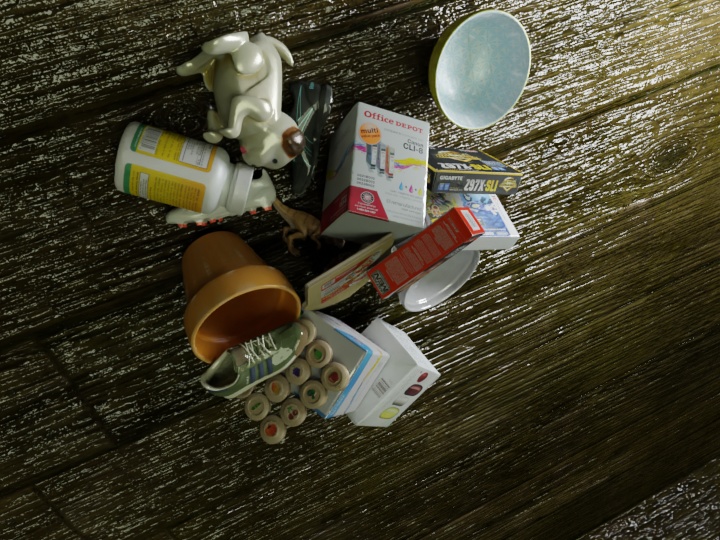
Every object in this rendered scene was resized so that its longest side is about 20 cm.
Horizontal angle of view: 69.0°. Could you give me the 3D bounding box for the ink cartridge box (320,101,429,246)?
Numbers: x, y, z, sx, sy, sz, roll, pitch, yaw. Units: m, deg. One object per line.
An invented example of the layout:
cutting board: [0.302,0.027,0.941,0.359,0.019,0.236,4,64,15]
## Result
ink cartridge box: [0.025,-0.162,0.928,0.144,0.144,0.202,10,73,-20]

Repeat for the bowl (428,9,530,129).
bowl: [0.199,-0.374,0.967,0.198,0.108,0.202,-12,123,-19]

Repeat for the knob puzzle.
knob puzzle: [-0.027,0.009,0.960,0.219,0.031,0.220,-33,165,-10]

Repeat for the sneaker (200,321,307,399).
sneaker: [-0.188,0.154,0.907,0.199,0.067,0.090,-36,153,7]

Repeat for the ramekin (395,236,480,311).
ramekin: [0.147,-0.015,1.134,0.199,0.105,0.201,-26,149,-17]

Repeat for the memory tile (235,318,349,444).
memory tile: [-0.131,0.197,0.941,0.200,0.154,0.017,-41,162,6]

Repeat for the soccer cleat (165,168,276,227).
soccer cleat: [-0.252,-0.128,0.942,0.198,0.069,0.078,-14,96,-9]

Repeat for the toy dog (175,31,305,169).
toy dog: [-0.171,-0.259,0.841,0.194,0.139,0.202,-40,115,-45]

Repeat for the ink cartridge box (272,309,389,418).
ink cartridge box: [-0.055,0.184,1.037,0.147,0.146,0.200,-57,161,-1]

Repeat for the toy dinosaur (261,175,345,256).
toy dinosaur: [-0.123,-0.094,1.022,0.199,0.061,0.107,30,110,-9]

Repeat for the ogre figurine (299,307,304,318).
ogre figurine: [-0.160,0.146,1.133,0.198,0.099,0.120,-14,144,1]

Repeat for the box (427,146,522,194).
box: [0.192,-0.200,1.039,0.198,0.160,0.050,-2,121,-23]

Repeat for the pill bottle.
pill bottle: [-0.279,-0.157,0.848,0.198,0.113,0.114,14,114,-15]

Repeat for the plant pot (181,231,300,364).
plant pot: [-0.234,0.035,0.950,0.199,0.184,0.201,-23,146,-17]

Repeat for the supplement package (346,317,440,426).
supplement package: [0.050,0.241,1.208,0.191,0.147,0.200,-45,152,5]

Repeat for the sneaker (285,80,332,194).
sneaker: [-0.107,-0.238,0.942,0.078,0.075,0.202,10,109,-14]

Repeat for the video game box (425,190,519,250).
video game box: [0.203,-0.124,1.077,0.198,0.183,0.047,-3,141,-24]

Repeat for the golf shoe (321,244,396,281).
golf shoe: [0.000,0.000,1.078,0.199,0.076,0.091,-24,125,38]

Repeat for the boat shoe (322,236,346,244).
boat shoe: [0.017,-0.087,1.081,0.198,0.072,0.068,-18,127,-13]

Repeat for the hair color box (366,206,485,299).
hair color box: [0.116,-0.031,0.937,0.199,0.062,0.101,-36,170,25]
